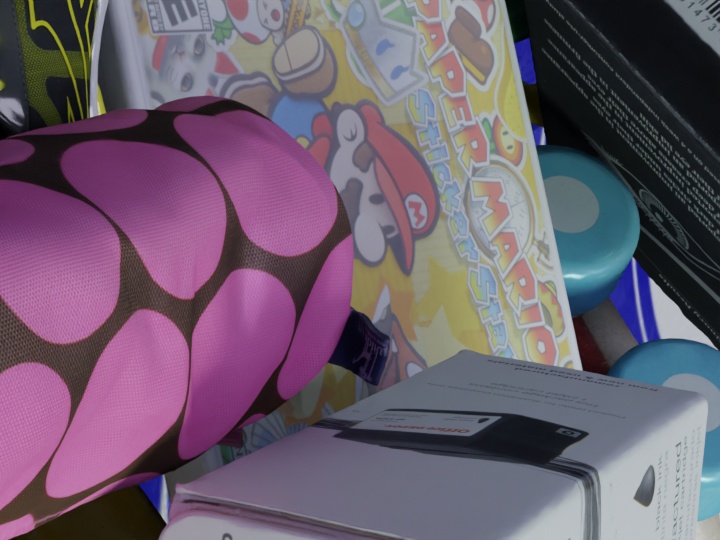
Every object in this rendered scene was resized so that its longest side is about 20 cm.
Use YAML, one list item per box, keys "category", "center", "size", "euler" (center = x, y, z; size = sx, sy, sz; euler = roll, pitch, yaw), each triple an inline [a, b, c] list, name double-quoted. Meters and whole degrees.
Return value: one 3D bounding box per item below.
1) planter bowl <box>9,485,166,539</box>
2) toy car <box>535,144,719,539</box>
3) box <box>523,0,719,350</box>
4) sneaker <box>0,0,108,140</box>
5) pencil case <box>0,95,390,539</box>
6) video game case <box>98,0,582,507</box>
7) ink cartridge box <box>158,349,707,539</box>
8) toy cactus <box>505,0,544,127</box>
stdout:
- category: "planter bowl"
  center: [-0.118, 0.120, 0.684]
  size: [0.200, 0.083, 0.200]
  euler: [44, 28, -31]
- category: "toy car"
  center: [0.014, 0.081, 0.946]
  size: [0.200, 0.177, 0.184]
  euler: [-18, 153, -25]
- category: "box"
  center: [0.146, -0.055, 0.929]
  size: [0.104, 0.148, 0.200]
  euler: [-39, 161, -7]
- category: "sneaker"
  center: [-0.100, -0.069, 0.679]
  size: [0.085, 0.074, 0.200]
  euler: [-70, 155, -71]
- category: "pencil case"
  center: [-0.076, 0.019, 0.594]
  size: [0.200, 0.091, 0.094]
  euler: [-20, 130, -59]
- category: "video game case"
  center: [0.000, 0.000, 0.803]
  size: [0.182, 0.023, 0.200]
  euler: [-8, 85, -48]
- category: "ink cartridge box"
  center: [0.023, 0.113, 0.682]
  size: [0.200, 0.084, 0.145]
  euler: [-20, 117, -66]
- category: "toy cactus"
  center: [0.036, -0.097, 0.964]
  size: [0.165, 0.102, 0.200]
  euler: [-44, 171, -23]
